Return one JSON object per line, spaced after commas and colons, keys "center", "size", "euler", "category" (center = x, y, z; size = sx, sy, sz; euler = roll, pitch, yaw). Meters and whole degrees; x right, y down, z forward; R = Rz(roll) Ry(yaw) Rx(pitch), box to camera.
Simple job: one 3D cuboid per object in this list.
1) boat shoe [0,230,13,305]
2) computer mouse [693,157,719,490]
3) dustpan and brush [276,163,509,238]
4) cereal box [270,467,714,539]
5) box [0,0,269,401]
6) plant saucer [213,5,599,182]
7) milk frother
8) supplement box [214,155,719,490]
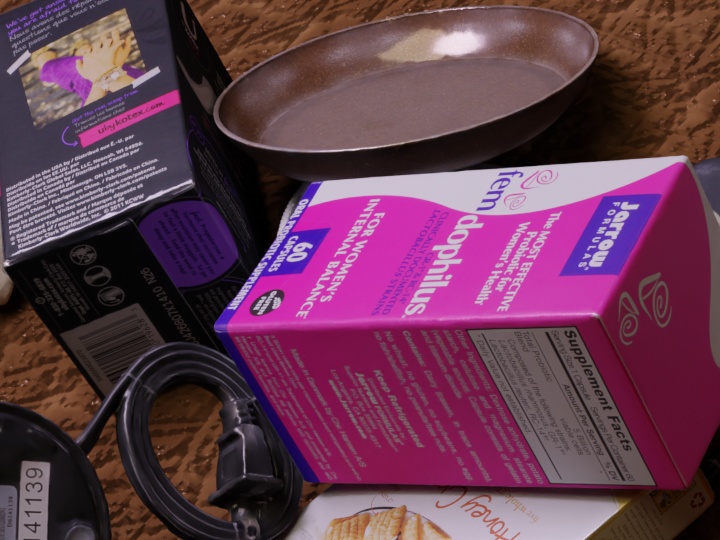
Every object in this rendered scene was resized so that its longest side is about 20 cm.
{"center": [-0.205, -0.063, 1.359], "size": [0.063, 0.071, 0.200], "euler": [20, 46, -10], "category": "boat shoe"}
{"center": [0.153, 0.021, 1.101], "size": [0.059, 0.034, 0.200], "euler": [-8, 47, 21], "category": "computer mouse"}
{"center": [0.000, 0.000, 1.183], "size": [0.139, 0.057, 0.200], "euler": [10, 55, 35], "category": "dustpan and brush"}
{"center": [0.036, 0.123, 1.046], "size": [0.200, 0.040, 0.144], "euler": [-39, 33, -11], "category": "cereal box"}
{"center": [-0.118, -0.050, 1.250], "size": [0.106, 0.122, 0.200], "euler": [-21, 42, 9], "category": "box"}
{"center": [0.025, -0.088, 1.235], "size": [0.200, 0.032, 0.200], "euler": [-9, 23, 4], "category": "plant saucer"}
{"center": [-0.157, 0.108, 1.103], "size": [0.188, 0.200, 0.181], "euler": [-12, 59, 61], "category": "milk frother"}
{"center": [0.055, 0.025, 1.032], "size": [0.200, 0.103, 0.101], "euler": [-2, 41, 36], "category": "supplement box"}
